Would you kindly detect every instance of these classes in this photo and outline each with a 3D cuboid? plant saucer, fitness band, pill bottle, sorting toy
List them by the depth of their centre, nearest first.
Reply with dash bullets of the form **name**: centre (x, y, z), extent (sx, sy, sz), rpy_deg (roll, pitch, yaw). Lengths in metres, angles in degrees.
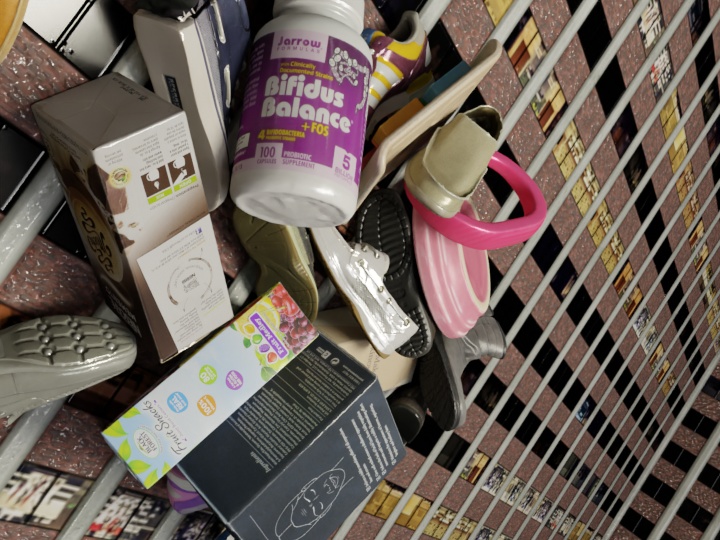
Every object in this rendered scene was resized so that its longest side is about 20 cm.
- **pill bottle**: centre (-0.047, -0.149, 0.651), extent (0.112, 0.111, 0.204), rpy_deg (22, 70, -52)
- **sorting toy**: centre (0.053, -0.150, 0.800), extent (0.200, 0.036, 0.185), rpy_deg (-46, -179, -20)
- **fitness band**: centre (0.139, -0.090, 0.871), extent (0.198, 0.144, 0.038), rpy_deg (-14, 147, -43)
- **plant saucer**: centre (0.119, -0.020, 0.924), extent (0.200, 0.050, 0.205), rpy_deg (-10, 90, -69)

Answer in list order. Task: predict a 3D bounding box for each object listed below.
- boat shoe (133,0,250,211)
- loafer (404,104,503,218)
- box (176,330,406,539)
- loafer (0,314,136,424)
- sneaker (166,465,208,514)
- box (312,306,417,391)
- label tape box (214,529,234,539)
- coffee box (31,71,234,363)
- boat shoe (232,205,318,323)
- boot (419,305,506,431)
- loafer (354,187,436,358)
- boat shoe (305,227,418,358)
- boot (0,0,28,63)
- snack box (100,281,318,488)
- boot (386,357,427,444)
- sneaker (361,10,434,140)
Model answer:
- **boat shoe**: centre (-0.127, -0.151, 0.639), extent (0.093, 0.074, 0.202), rpy_deg (-51, 155, -38)
- **loafer**: centre (0.105, -0.129, 0.802), extent (0.069, 0.075, 0.201), rpy_deg (-51, -175, 39)
- **box**: centre (-0.065, 0.195, 0.775), extent (0.199, 0.106, 0.150), rpy_deg (-41, 137, -21)
- **loafer**: centre (-0.283, 0.087, 0.606), extent (0.196, 0.070, 0.071), rpy_deg (-8, 131, -24)
- **sneaker**: centre (-0.145, 0.225, 0.864), extent (0.198, 0.080, 0.090), rpy_deg (-9, 130, -43)
- **box**: centre (-0.016, 0.103, 0.920), extent (0.198, 0.077, 0.097), rpy_deg (-10, 120, -45)
- **label tape box**: centre (-0.087, 0.290, 0.913), extent (0.200, 0.063, 0.144), rpy_deg (-47, -176, -16)
- **coffee box**: centre (-0.182, -0.041, 0.612), extent (0.079, 0.112, 0.203), rpy_deg (-32, 134, -29)
- **boat shoe**: centre (-0.079, -0.019, 0.778), extent (0.202, 0.070, 0.067), rpy_deg (75, 23, -50)
- **boot**: centre (0.141, 0.111, 0.980), extent (0.129, 0.203, 0.070), rpy_deg (5, 146, -25)
- **loafer**: centre (0.046, 0.001, 0.897), extent (0.071, 0.072, 0.204), rpy_deg (-24, 103, -68)
- **boat shoe**: centre (0.000, 0.000, 0.829), extent (0.069, 0.071, 0.202), rpy_deg (-33, 110, -4)
- **boot**: centre (-0.266, -0.236, 0.436), extent (0.142, 0.070, 0.205), rpy_deg (2, 109, -42)
- **snack box**: centre (-0.149, 0.111, 0.711), extent (0.199, 0.068, 0.168), rpy_deg (-40, -177, -21)
- **boot**: centre (0.064, 0.183, 1.056), extent (0.200, 0.069, 0.175), rpy_deg (-43, -174, 42)
- **sneaker**: centre (-0.004, -0.192, 0.755), extent (0.200, 0.074, 0.091), rpy_deg (-41, 132, -32)
